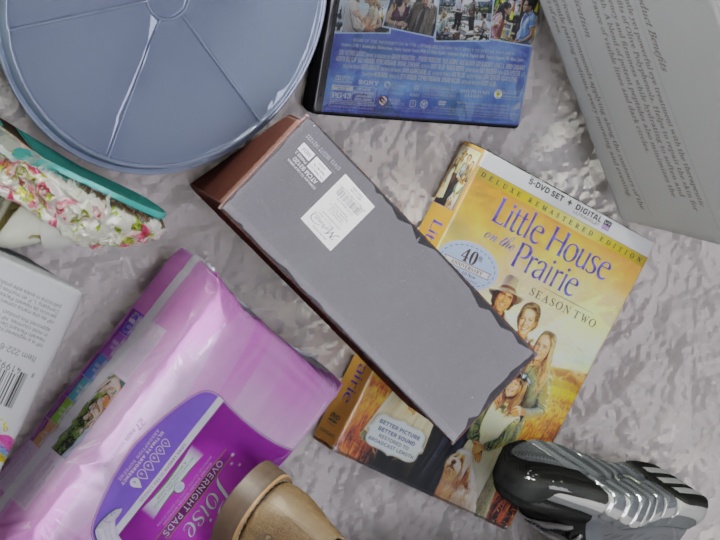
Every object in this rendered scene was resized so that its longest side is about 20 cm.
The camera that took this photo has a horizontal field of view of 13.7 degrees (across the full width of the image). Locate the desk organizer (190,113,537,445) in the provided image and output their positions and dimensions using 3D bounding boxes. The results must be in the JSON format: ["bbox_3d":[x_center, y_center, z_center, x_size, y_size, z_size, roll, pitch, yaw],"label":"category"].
[{"bbox_3d":[0.000,0.000,1.702,0.072,0.077,0.200,-46,111,-5],"label":"desk organizer"}]

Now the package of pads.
[{"bbox_3d":[-0.113,0.102,1.691,0.120,0.076,0.200,41,83,-32],"label":"package of pads"}]

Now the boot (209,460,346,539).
[{"bbox_3d":[-0.049,0.195,1.711,0.074,0.075,0.200,-44,159,-33],"label":"boot"}]

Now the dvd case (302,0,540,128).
[{"bbox_3d":[0.045,-0.184,1.728,0.142,0.018,0.201,2,104,-29],"label":"dvd case"}]

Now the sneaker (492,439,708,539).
[{"bbox_3d":[0.132,0.173,1.834,0.200,0.075,0.116,15,106,-50],"label":"sneaker"}]

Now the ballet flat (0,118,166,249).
[{"bbox_3d":[-0.199,-0.051,1.604,0.200,0.076,0.064,30,95,-23],"label":"ballet flat"}]

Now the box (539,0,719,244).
[{"bbox_3d":[0.241,-0.145,1.747,0.200,0.171,0.200,-36,119,-24],"label":"box"}]

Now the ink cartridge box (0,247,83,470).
[{"bbox_3d":[-0.260,0.068,1.593,0.144,0.085,0.201,25,91,-32],"label":"ink cartridge box"}]

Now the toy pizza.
[{"bbox_3d":[-0.111,-0.152,1.642,0.199,0.032,0.201,-8,107,-26],"label":"toy pizza"}]

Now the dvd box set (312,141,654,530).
[{"bbox_3d":[0.076,0.041,1.806,0.146,0.029,0.201,27,91,-32],"label":"dvd box set"}]
